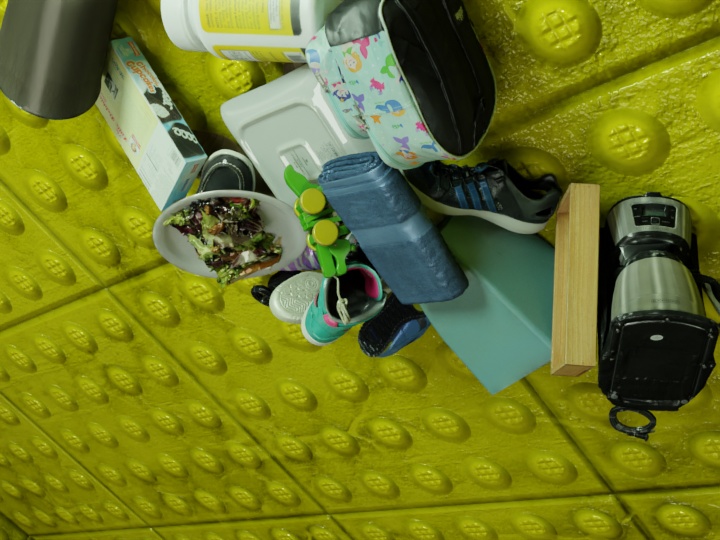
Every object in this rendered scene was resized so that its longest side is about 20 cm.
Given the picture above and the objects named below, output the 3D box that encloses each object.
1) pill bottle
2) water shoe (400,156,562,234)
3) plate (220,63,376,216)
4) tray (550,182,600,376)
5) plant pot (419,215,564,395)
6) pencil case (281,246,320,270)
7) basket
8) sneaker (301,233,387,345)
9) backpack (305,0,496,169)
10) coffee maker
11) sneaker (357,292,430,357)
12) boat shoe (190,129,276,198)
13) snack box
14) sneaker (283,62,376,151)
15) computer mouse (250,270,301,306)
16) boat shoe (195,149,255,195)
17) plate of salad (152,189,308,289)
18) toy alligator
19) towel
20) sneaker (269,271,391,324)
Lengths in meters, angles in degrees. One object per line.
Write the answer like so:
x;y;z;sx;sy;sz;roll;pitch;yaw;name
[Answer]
-0.113;-0.289;1.012;0.199;0.114;0.114;8;136;24;pill bottle
0.139;-0.106;1.069;0.199;0.072;0.079;13;131;-17;water shoe
-0.065;-0.137;1.110;0.200;0.032;0.200;-12;118;44;plate
0.242;0.013;1.028;0.037;0.201;0.099;5;167;4;tray
0.163;0.021;1.156;0.200;0.141;0.141;43;139;-2;plant pot
-0.124;-0.043;1.296;0.199;0.084;0.085;0;168;29;pencil case
-0.362;-0.317;1.113;0.136;0.181;0.200;8;139;-26;basket
0.000;0.000;1.159;0.084;0.200;0.121;33;160;-10;sneaker
0.052;-0.207;0.948;0.150;0.178;0.200;-12;123;41;backpack
0.311;0.044;1.020;0.134;0.200;0.192;21;133;-7;coffee maker
0.080;0.055;1.306;0.200;0.078;0.066;-44;66;34;sneaker
-0.169;-0.129;1.249;0.199;0.072;0.065;21;156;4;boat shoe
-0.282;-0.192;1.209;0.200;0.037;0.116;57;141;12;snack box
-0.010;-0.193;1.102;0.200;0.070;0.076;47;155;-11;sneaker
-0.120;0.025;1.382;0.059;0.034;0.200;31;161;-18;computer mouse
-0.193;-0.079;1.204;0.074;0.060;0.200;26;141;-11;boat shoe
-0.166;-0.034;1.176;0.199;0.048;0.200;-3;148;-2;plate of salad
-0.032;-0.038;1.084;0.200;0.054;0.059;68;166;1;toy alligator
0.041;-0.048;1.050;0.111;0.049;0.200;-3;129;48;towel
-0.047;0.043;1.273;0.077;0.200;0.111;61;147;13;sneaker
